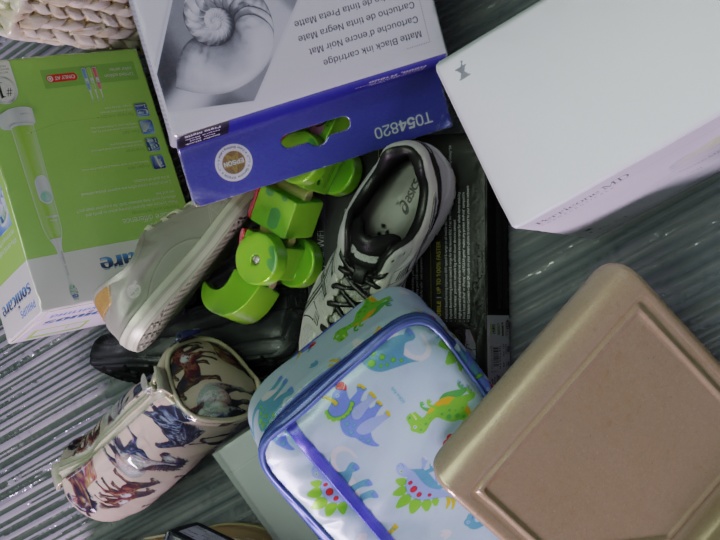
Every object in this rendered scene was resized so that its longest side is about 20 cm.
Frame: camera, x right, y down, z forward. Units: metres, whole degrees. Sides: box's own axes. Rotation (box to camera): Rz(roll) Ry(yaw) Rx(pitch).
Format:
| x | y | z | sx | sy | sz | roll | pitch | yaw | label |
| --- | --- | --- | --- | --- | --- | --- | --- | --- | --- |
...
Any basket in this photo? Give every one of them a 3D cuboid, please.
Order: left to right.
| x | y | z | sx | sy | sz | roll | pitch | yaw | label |
| --- | --- | --- | --- | --- | --- | --- | --- | --- | --- |
| -0.239 | -0.250 | 1.163 | 0.135 | 0.200 | 0.124 | 29 | 106 | 22 | basket |

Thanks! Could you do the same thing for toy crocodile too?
| x | y | z | sx | sy | sz | roll | pitch | yaw | label |
| --- | --- | --- | --- | --- | --- | --- | --- | --- | --- |
| -0.052 | -0.049 | 1.086 | 0.061 | 0.067 | 0.201 | 31 | 104 | 28 | toy crocodile |

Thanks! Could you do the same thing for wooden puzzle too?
| x | y | z | sx | sy | sz | roll | pitch | yaw | label |
| --- | --- | --- | --- | --- | --- | --- | --- | --- | --- |
| 0.169 | 0.123 | 0.985 | 0.200 | 0.037 | 0.185 | 43 | 87 | -19 | wooden puzzle |

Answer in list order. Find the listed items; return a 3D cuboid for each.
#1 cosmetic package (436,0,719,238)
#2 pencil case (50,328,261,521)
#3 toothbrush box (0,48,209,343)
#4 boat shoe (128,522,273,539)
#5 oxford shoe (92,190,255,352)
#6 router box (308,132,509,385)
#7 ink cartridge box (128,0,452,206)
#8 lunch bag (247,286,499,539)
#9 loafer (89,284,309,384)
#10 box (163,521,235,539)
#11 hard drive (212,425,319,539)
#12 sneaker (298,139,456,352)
| x | y | z | sx | sy | sz | roll | pitch | yaw | label |
| --- | --- | --- | --- | --- | --- | --- | --- | --- | --- |
| 0.186 | -0.119 | 0.964 | 0.198 | 0.200 | 0.124 | -29 | 77 | 20 | cosmetic package |
| -0.162 | 0.123 | 1.138 | 0.200 | 0.089 | 0.078 | -42 | 41 | 41 | pencil case |
| -0.224 | -0.061 | 1.163 | 0.086 | 0.145 | 0.202 | -34 | 73 | 53 | toothbrush box |
| -0.145 | 0.242 | 1.171 | 0.198 | 0.064 | 0.072 | -12 | 83 | 23 | boat shoe |
| -0.130 | -0.023 | 1.117 | 0.058 | 0.200 | 0.075 | 35 | 145 | 8 | oxford shoe |
| 0.035 | 0.002 | 1.107 | 0.148 | 0.051 | 0.202 | -1 | 88 | 26 | router box |
| -0.046 | -0.160 | 0.989 | 0.198 | 0.041 | 0.202 | -19 | 107 | -7 | ink cartridge box |
| 0.028 | 0.129 | 1.001 | 0.160 | 0.083 | 0.201 | -37 | 113 | 0 | lunch bag |
| -0.124 | 0.050 | 1.173 | 0.199 | 0.068 | 0.071 | -9 | 66 | 25 | loafer |
| -0.066 | 0.285 | 1.013 | 0.199 | 0.051 | 0.159 | 23 | 97 | 20 | box |
| -0.001 | 0.181 | 1.098 | 0.131 | 0.026 | 0.201 | -34 | 93 | 19 | hard drive |
| 0.000 | 0.000 | 1.028 | 0.075 | 0.088 | 0.202 | 20 | 88 | 14 | sneaker |
